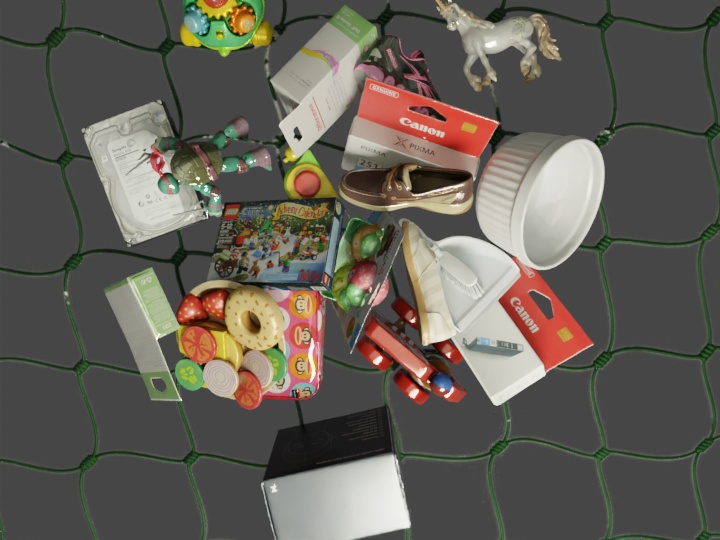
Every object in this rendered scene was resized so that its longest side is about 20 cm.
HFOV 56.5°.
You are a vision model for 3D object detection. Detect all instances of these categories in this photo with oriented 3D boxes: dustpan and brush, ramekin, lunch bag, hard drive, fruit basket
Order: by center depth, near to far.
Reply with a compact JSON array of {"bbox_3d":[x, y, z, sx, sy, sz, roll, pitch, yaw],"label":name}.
[{"bbox_3d":[0.000,0.000,0.987,0.093,0.200,0.186,22,104,-10],"label":"fruit basket"},{"bbox_3d":[0.264,-0.111,1.006,0.199,0.105,0.201,-21,124,-34],"label":"ramekin"},{"bbox_3d":[0.134,-0.016,1.063,0.140,0.057,0.200,-45,57,-3],"label":"dustpan and brush"},{"bbox_3d":[-0.343,-0.154,1.074,0.139,0.038,0.201,-19,95,2],"label":"hard drive"},{"bbox_3d":[-0.146,0.105,1.084,0.175,0.082,0.201,2,97,4],"label":"lunch bag"}]

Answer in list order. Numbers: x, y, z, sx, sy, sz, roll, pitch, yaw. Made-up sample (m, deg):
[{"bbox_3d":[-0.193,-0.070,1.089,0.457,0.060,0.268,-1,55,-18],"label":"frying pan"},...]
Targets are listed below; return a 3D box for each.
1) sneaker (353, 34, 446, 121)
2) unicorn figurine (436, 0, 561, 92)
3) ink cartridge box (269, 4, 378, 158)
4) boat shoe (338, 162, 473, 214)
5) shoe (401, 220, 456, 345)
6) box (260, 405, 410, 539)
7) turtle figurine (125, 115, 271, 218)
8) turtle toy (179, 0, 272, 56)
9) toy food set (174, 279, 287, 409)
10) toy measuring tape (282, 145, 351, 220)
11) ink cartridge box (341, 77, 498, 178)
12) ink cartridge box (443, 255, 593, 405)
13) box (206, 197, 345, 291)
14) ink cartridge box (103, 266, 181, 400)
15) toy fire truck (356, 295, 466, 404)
[{"bbox_3d":[0.085,-0.279,1.012,0.200,0.079,0.096,29,85,-38],"label":"sneaker"},{"bbox_3d":[0.202,-0.356,1.041,0.199,0.074,0.138,-9,87,-13],"label":"unicorn figurine"},{"bbox_3d":[-0.060,-0.277,0.997,0.067,0.117,0.200,41,83,17],"label":"ink cartridge box"},{"bbox_3d":[0.065,-0.129,0.969,0.199,0.072,0.072,9,60,9],"label":"boat shoe"},{"bbox_3d":[0.100,0.015,1.014,0.053,0.070,0.201,-11,67,2],"label":"shoe"},{"bbox_3d":[-0.034,0.319,1.046,0.199,0.197,0.125,-13,96,2],"label":"box"},{"bbox_3d":[-0.243,-0.154,1.021,0.200,0.101,0.150,-32,99,-22],"label":"turtle figurine"},{"bbox_3d":[-0.211,-0.428,1.010,0.145,0.101,0.201,-1,96,0],"label":"turtle toy"},{"bbox_3d":[-0.199,0.112,1.015,0.199,0.049,0.199,6,107,19],"label":"toy food set"},{"bbox_3d":[-0.068,-0.107,1.068,0.073,0.074,0.201,-32,105,3],"label":"toy measuring tape"},{"bbox_3d":[0.081,-0.184,0.997,0.199,0.176,0.045,18,65,-2],"label":"ink cartridge box"},{"bbox_3d":[0.227,0.077,1.039,0.176,0.045,0.200,-33,56,3],"label":"ink cartridge box"},{"bbox_3d":[-0.129,-0.039,1.022,0.199,0.038,0.137,0,69,23],"label":"box"},{"bbox_3d":[-0.328,0.103,1.051,0.048,0.145,0.201,-28,98,-35],"label":"ink cartridge box"},{"bbox_3d":[0.084,0.137,1.040,0.200,0.168,0.112,42,95,-4],"label":"toy fire truck"}]
